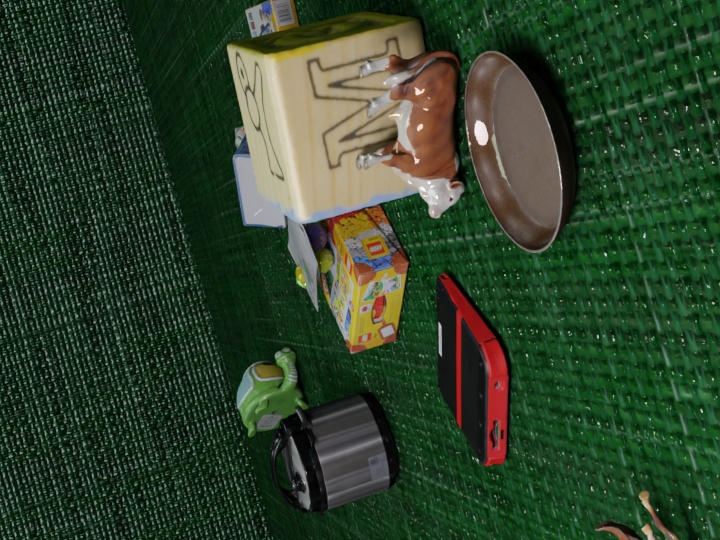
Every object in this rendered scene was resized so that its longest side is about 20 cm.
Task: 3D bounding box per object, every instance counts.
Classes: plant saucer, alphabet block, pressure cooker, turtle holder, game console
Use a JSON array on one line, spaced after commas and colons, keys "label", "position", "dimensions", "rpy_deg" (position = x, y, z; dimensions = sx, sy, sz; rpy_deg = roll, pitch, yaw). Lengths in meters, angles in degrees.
[{"label": "plant saucer", "position": [0.158, -0.117, 1.171], "dimensions": [0.200, 0.032, 0.201], "rpy_deg": [165, 90, -74]}, {"label": "alphabet block", "position": [-0.031, -0.190, 1.447], "dimensions": [0.195, 0.196, 0.201], "rpy_deg": [-146, 42, -64]}, {"label": "pressure cooker", "position": [-0.055, 0.309, 2.019], "dimensions": [0.179, 0.199, 0.176], "rpy_deg": [115, 135, -68]}, {"label": "turtle holder", "position": [-0.198, 0.256, 2.574], "dimensions": [0.186, 0.140, 0.132], "rpy_deg": [92, 157, -51]}, {"label": "game console", "position": [0.138, 0.127, 1.503], "dimensions": [0.177, 0.031, 0.201], "rpy_deg": [-118, 19, -50]}]

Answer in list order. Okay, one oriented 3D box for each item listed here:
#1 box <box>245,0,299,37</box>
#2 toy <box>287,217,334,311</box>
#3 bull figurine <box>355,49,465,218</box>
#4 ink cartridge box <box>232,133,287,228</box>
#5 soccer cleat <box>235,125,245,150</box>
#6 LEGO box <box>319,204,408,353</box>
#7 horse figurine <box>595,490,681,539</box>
[{"label": "box", "position": [-0.138, -0.369, 1.925], "dimensions": [0.200, 0.041, 0.119], "rpy_deg": [-164, 59, -69]}, {"label": "toy", "position": [-0.068, -0.028, 1.723], "dimensions": [0.200, 0.047, 0.115], "rpy_deg": [103, 144, -67]}, {"label": "bull figurine", "position": [0.060, -0.151, 1.336], "dimensions": [0.065, 0.121, 0.201], "rpy_deg": [-114, 21, -56]}, {"label": "ink cartridge box", "position": [-0.130, -0.180, 1.908], "dimensions": [0.200, 0.076, 0.137], "rpy_deg": [-66, -21, -48]}, {"label": "soccer cleat", "position": [-0.198, -0.224, 2.232], "dimensions": [0.200, 0.068, 0.085], "rpy_deg": [-140, 32, -71]}, {"label": "LEGO box", "position": [0.000, 0.000, 1.747], "dimensions": [0.200, 0.077, 0.149], "rpy_deg": [96, 153, -54]}, {"label": "horse figurine", "position": [0.292, 0.269, 1.038], "dimensions": [0.200, 0.050, 0.133], "rpy_deg": [25, 147, 59]}]
